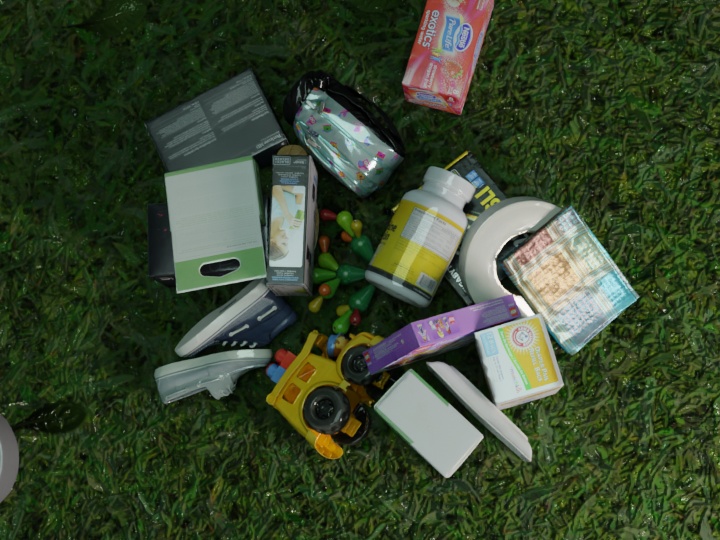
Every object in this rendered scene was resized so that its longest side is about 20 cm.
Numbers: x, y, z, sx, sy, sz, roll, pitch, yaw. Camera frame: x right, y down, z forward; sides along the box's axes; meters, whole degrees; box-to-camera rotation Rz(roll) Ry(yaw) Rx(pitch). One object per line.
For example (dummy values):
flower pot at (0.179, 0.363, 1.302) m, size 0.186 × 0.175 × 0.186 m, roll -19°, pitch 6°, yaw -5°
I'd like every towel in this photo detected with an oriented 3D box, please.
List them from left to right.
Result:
towel at (0.322, 0.017, 1.631) m, size 0.147 × 0.022 × 0.200 m, roll -40°, pitch 110°, yaw 0°

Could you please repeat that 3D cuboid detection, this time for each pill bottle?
pill bottle at (0.096, -0.052, 1.626) m, size 0.112 × 0.112 × 0.200 m, roll 26°, pitch 85°, yaw 10°

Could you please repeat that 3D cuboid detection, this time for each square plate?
square plate at (0.180, 0.205, 1.578) m, size 0.200 × 0.198 × 0.028 m, roll 44°, pitch 88°, yaw 11°

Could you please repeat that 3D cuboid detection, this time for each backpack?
backpack at (-0.023, -0.215, 1.703) m, size 0.200 × 0.167 × 0.127 m, roll 43°, pitch 105°, yaw 8°

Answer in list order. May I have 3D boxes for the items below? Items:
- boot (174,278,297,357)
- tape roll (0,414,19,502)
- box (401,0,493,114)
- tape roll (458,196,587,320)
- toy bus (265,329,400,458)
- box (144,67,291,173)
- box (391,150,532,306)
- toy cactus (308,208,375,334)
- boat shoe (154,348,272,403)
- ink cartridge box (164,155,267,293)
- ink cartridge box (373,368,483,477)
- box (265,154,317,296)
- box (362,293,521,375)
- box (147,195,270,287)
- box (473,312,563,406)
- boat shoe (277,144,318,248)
boot at (-0.200, 0.100, 1.708) m, size 0.200 × 0.073 × 0.090 m, roll -36°, pitch 106°, yaw 18°
tape roll at (-0.663, 0.311, 1.733) m, size 0.200 × 0.066 × 0.201 m, roll -1°, pitch 82°, yaw 7°
box at (0.143, -0.368, 1.724) m, size 0.099 × 0.095 × 0.201 m, roll 17°, pitch 83°, yaw 8°
tape roll at (0.251, -0.012, 1.638) m, size 0.202 × 0.037 × 0.204 m, roll -3°, pitch 105°, yaw -11°
toy bus at (-0.054, 0.162, 1.661) m, size 0.192 × 0.136 × 0.200 m, roll 34°, pitch 85°, yaw 27°
box at (-0.232, -0.219, 1.756) m, size 0.200 × 0.079 × 0.141 m, roll -27°, pitch 76°, yaw 2°
box at (0.173, -0.065, 1.699) m, size 0.160 × 0.049 × 0.200 m, roll -37°, pitch 79°, yaw -2°
toy cactus at (0.000, 0.000, 1.695) m, size 0.164 × 0.102 × 0.201 m, roll 1°, pitch 73°, yaw -3°
boat shoe at (-0.231, 0.171, 1.703) m, size 0.200 × 0.070 × 0.072 m, roll -13°, pitch 82°, yaw 12°
ink cartridge box at (-0.219, -0.067, 1.635) m, size 0.145 × 0.048 × 0.201 m, roll -11°, pitch 74°, yaw 5°
ink cartridge box at (0.103, 0.231, 1.585) m, size 0.147 × 0.200 × 0.083 m, roll 42°, pitch 85°, yaw 10°
box at (-0.104, -0.066, 1.626) m, size 0.060 × 0.117 × 0.201 m, roll 2°, pitch 80°, yaw 3°
box at (0.119, 0.093, 1.558) m, size 0.200 × 0.137 × 0.039 m, roll -13°, pitch 76°, yaw -36°
box at (-0.233, -0.046, 1.715) m, size 0.199 × 0.106 × 0.123 m, roll -5°, pitch 79°, yaw 7°
box at (0.233, 0.139, 1.581) m, size 0.101 × 0.200 × 0.113 m, roll -17°, pitch 79°, yaw 4°
boat shoe at (-0.100, -0.100, 1.725) m, size 0.071 × 0.069 × 0.201 m, roll -2°, pitch 76°, yaw 3°
